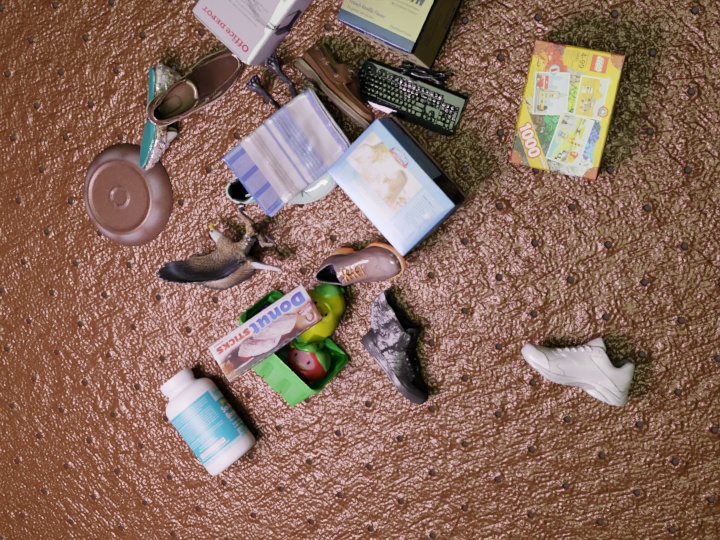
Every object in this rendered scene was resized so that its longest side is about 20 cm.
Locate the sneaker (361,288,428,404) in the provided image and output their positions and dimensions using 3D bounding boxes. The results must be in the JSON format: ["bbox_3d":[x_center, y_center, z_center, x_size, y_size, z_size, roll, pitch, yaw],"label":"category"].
[{"bbox_3d":[0.077,0.140,1.676,0.200,0.060,0.104,48,114,7],"label":"sneaker"}]

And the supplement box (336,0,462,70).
[{"bbox_3d":[0.081,-0.452,1.477,0.133,0.200,0.202,26,100,10],"label":"supplement box"}]

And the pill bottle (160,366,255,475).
[{"bbox_3d":[-0.303,0.288,1.790,0.110,0.111,0.201,-38,89,19],"label":"pill bottle"}]

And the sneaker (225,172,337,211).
[{"bbox_3d":[-0.143,-0.149,1.656,0.198,0.118,0.075,-8,97,16],"label":"sneaker"}]

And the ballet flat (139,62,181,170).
[{"bbox_3d":[-0.371,-0.284,1.727,0.063,0.076,0.203,2,109,-29],"label":"ballet flat"}]

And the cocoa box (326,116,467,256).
[{"bbox_3d":[0.066,-0.148,1.586,0.133,0.131,0.200,-43,87,19],"label":"cocoa box"}]

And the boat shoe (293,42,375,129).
[{"bbox_3d":[-0.035,-0.325,1.591,0.068,0.072,0.200,-45,66,3],"label":"boat shoe"}]

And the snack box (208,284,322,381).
[{"bbox_3d":[-0.166,0.111,1.629,0.199,0.024,0.072,-34,82,-5],"label":"snack box"}]

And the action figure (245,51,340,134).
[{"bbox_3d":[-0.119,-0.281,1.634,0.119,0.102,0.200,-42,85,8],"label":"action figure"}]

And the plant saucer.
[{"bbox_3d":[-0.463,-0.145,1.796,0.198,0.037,0.203,3,101,17],"label":"plant saucer"}]

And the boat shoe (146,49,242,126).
[{"bbox_3d":[-0.294,-0.325,1.658,0.202,0.075,0.075,-39,106,-3],"label":"boat shoe"}]

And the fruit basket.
[{"bbox_3d":[-0.110,0.115,1.692,0.213,0.155,0.218,13,119,24],"label":"fruit basket"}]

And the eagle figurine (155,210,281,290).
[{"bbox_3d":[-0.257,-0.021,1.708,0.200,0.151,0.152,-42,124,6],"label":"eagle figurine"}]

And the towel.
[{"bbox_3d":[-0.121,-0.202,1.593,0.199,0.024,0.147,-38,121,-1],"label":"towel"}]

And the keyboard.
[{"bbox_3d":[0.084,-0.313,1.599,0.198,0.040,0.105,23,107,10],"label":"keyboard"}]

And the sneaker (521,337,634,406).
[{"bbox_3d":[0.378,0.153,1.589,0.198,0.078,0.101,21,99,3],"label":"sneaker"}]

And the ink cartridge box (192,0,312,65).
[{"bbox_3d":[-0.176,-0.485,1.619,0.145,0.084,0.200,43,109,5],"label":"ink cartridge box"}]

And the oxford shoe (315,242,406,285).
[{"bbox_3d":[0.000,0.000,1.620,0.199,0.073,0.072,-7,114,50],"label":"oxford shoe"}]

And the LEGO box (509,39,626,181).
[{"bbox_3d":[0.339,-0.263,1.511,0.147,0.077,0.203,13,104,14],"label":"LEGO box"}]
